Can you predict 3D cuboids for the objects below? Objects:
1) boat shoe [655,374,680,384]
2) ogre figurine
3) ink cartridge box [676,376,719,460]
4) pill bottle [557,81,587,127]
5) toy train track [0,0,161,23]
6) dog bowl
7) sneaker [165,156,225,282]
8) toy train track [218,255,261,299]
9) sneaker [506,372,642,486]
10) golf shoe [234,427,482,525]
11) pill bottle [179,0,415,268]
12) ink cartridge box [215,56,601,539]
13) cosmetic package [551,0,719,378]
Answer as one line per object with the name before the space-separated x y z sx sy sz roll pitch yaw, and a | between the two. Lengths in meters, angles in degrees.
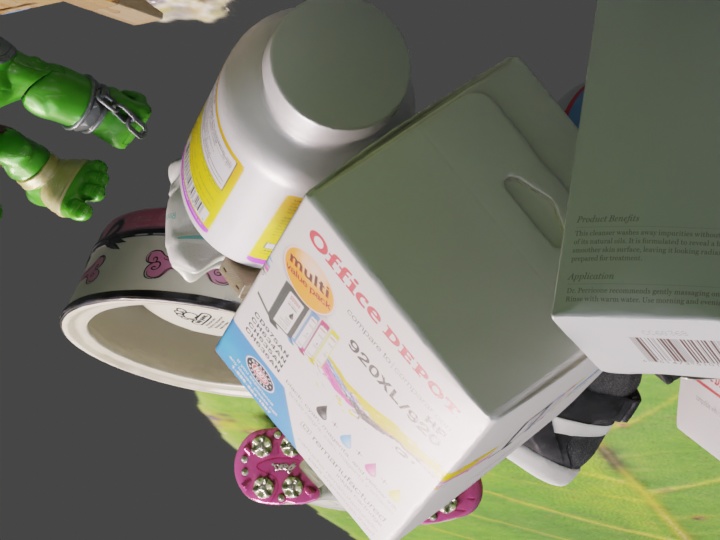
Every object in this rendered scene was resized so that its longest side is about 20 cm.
boat shoe | 0.103 0.007 1.575 0.201 0.063 0.074 34 173 -1
ogre figurine | -0.232 -0.062 1.567 0.200 0.098 0.120 -22 135 28
ink cartridge box | 0.270 0.081 1.683 0.200 0.068 0.116 0 -168 -15
pill bottle | 0.163 -0.054 1.411 0.109 0.109 0.200 25 156 -38
toy train track | -0.178 -0.153 1.409 0.115 0.033 0.200 16 165 -41
dog bowl | -0.094 0.021 1.813 0.200 0.074 0.200 9 162 3
sneaker | -0.028 -0.009 1.687 0.200 0.080 0.070 13 159 -15
toy train track | 0.000 0.000 1.593 0.200 0.115 0.033 -8 139 -41
sneaker | 0.089 0.047 1.635 0.200 0.112 0.073 28 -163 -42
golf shoe | 0.003 0.162 2.207 0.200 0.075 0.092 8 177 10
pill bottle | -0.031 -0.075 1.452 0.104 0.104 0.200 13 161 -10
ink cartridge box | 0.043 0.019 1.390 0.147 0.145 0.200 50 153 9
cosmetic package | 0.162 -0.056 1.265 0.113 0.200 0.081 3 159 25
